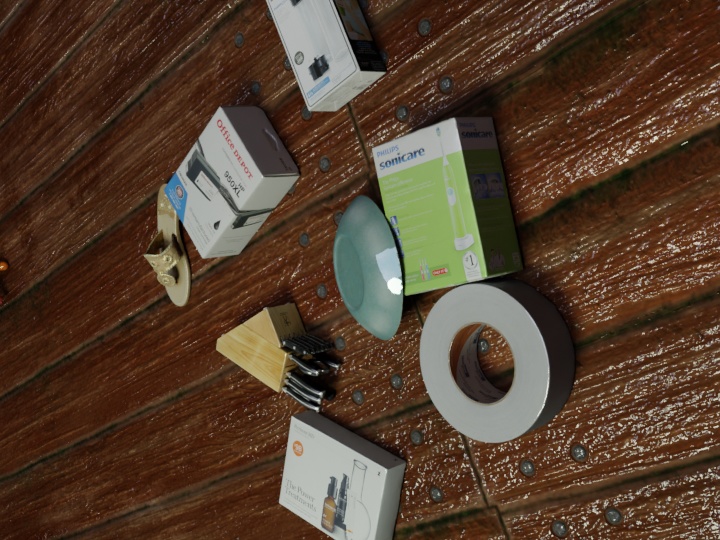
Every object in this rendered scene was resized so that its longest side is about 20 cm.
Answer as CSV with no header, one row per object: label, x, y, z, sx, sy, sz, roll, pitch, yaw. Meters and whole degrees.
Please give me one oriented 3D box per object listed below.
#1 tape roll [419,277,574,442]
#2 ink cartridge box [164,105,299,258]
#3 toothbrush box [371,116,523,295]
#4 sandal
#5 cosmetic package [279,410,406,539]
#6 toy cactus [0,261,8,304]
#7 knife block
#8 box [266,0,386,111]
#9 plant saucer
tape roll,0.171,0.113,1.282,0.199,0.066,0.203,7,100,41
ink cartridge box,-0.204,-0.138,1.570,0.200,0.084,0.145,-48,66,35
toothbrush box,0.111,-0.081,1.293,0.145,0.086,0.202,-15,87,44
sandal,-0.342,-0.041,1.721,0.077,0.069,0.214,7,101,41
cosmetic package,-0.031,0.319,1.508,0.199,0.051,0.152,21,108,38
toy cactus,-0.822,0.034,2.170,0.199,0.102,0.166,31,135,32
knife block,-0.122,0.150,1.554,0.199,0.064,0.177,-30,75,41
box,-0.054,-0.340,1.420,0.116,0.060,0.202,-29,77,41
plant saucer,0.000,0.000,1.379,0.201,0.038,0.203,168,90,-69
